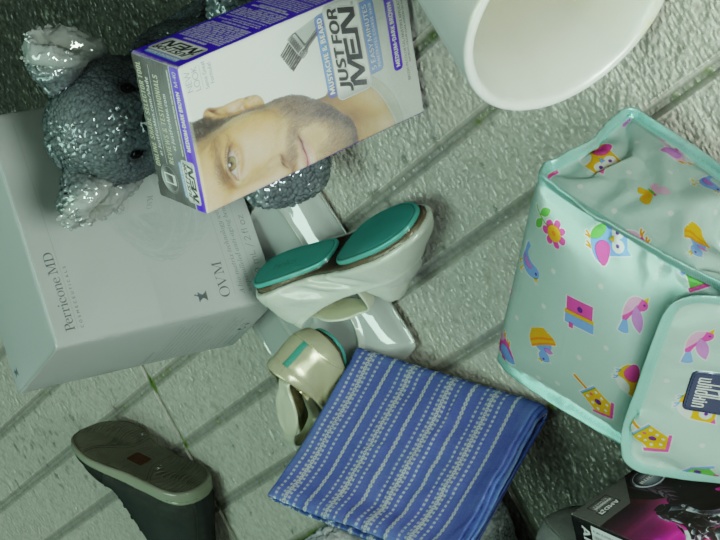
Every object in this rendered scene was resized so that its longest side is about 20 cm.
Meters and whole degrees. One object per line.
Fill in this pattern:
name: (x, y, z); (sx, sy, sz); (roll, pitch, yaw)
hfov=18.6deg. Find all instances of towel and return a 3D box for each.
towel: (0.033, 0.137, 1.645); (0.199, 0.145, 0.024); (15, 157, 42)

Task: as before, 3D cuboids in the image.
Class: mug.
mug: (0.100, -0.212, 1.323); (0.153, 0.186, 0.149); (51, -178, 35)

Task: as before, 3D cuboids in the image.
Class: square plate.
square plate: (-0.049, 0.022, 1.805); (0.199, 0.028, 0.200); (57, 149, 12)

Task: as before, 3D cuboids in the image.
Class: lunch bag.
lunch bag: (0.195, 0.029, 1.346); (0.200, 0.122, 0.171); (37, 139, 25)

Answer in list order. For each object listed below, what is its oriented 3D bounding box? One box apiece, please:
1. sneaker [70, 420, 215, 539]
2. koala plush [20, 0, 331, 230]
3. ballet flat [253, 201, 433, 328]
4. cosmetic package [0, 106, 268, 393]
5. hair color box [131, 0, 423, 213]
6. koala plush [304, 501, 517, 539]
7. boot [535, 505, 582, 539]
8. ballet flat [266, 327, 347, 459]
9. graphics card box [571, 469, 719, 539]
sneaker: (-0.216, 0.225, 2.171); (0.199, 0.075, 0.107); (25, 130, 46)
koala plush: (-0.156, -0.120, 1.664); (0.183, 0.199, 0.179); (11, 117, 55)
ballet flat: (0.000, 0.000, 1.674); (0.199, 0.069, 0.070); (-20, 96, 46)
cosmetic package: (-0.202, -0.029, 1.794); (0.123, 0.199, 0.201); (-44, 63, 60)
hair color box: (-0.054, -0.130, 1.523); (0.065, 0.199, 0.110); (23, 132, 48)
koala plush: (0.034, 0.248, 1.756); (0.177, 0.184, 0.200); (45, 168, 4)
boot: (0.167, 0.218, 1.462); (0.200, 0.131, 0.070); (41, 102, 36)
ballet flat: (-0.034, 0.130, 1.787); (0.069, 0.069, 0.201); (33, 151, 41)
graphics card box: (0.243, 0.169, 1.370); (0.200, 0.125, 0.051); (19, 132, 51)
